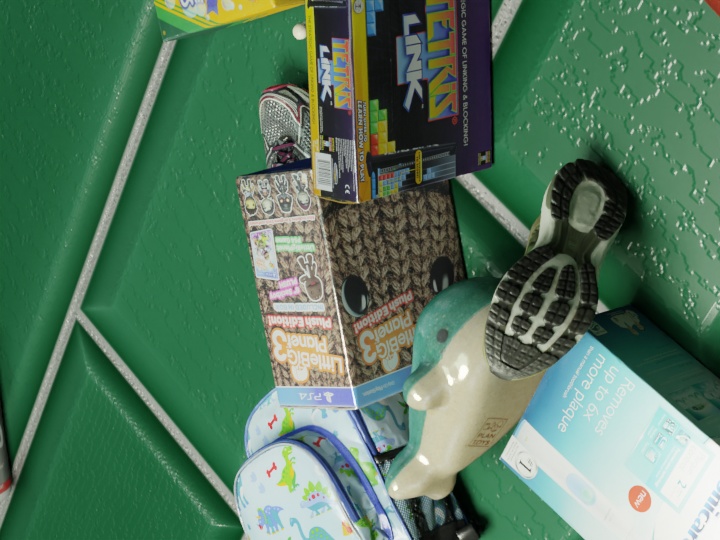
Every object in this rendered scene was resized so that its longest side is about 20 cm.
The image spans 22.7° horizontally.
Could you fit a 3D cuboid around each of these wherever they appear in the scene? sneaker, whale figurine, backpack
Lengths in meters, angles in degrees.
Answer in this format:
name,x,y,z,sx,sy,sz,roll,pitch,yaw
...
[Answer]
name,x,y,z,sx,sy,sz,roll,pitch,yaw
sneaker,0.145,0.013,1.383,0.077,0.201,0.089,29,148,3
whale figurine,0.078,0.094,1.477,0.104,0.158,0.201,42,113,34
sneaker,-0.054,-0.069,1.617,0.080,0.074,0.202,-12,94,47
backpack,-0.022,0.191,1.615,0.183,0.146,0.201,-33,76,43

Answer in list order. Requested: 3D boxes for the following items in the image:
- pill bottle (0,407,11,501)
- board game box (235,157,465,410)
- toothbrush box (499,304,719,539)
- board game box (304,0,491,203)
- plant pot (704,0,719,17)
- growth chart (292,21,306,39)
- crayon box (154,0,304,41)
name,x,y,z,sx,sy,sz,roll,pitch,yaw
pill bottle,-0.475,0.172,2.098,0.113,0.113,0.202,7,108,44
board game box,0.000,0.000,1.522,0.096,0.159,0.202,-3,102,46
toothbrush box,0.226,0.147,1.385,0.200,0.085,0.147,43,124,27
board game box,0.033,-0.167,1.430,0.056,0.165,0.202,13,111,44
plant pot,0.284,-0.274,1.134,0.176,0.199,0.201,46,132,43
growth chart,0.003,-0.273,1.448,0.018,0.144,0.201,36,125,17
crayon box,-0.117,-0.290,1.629,0.199,0.051,0.127,-8,97,46
